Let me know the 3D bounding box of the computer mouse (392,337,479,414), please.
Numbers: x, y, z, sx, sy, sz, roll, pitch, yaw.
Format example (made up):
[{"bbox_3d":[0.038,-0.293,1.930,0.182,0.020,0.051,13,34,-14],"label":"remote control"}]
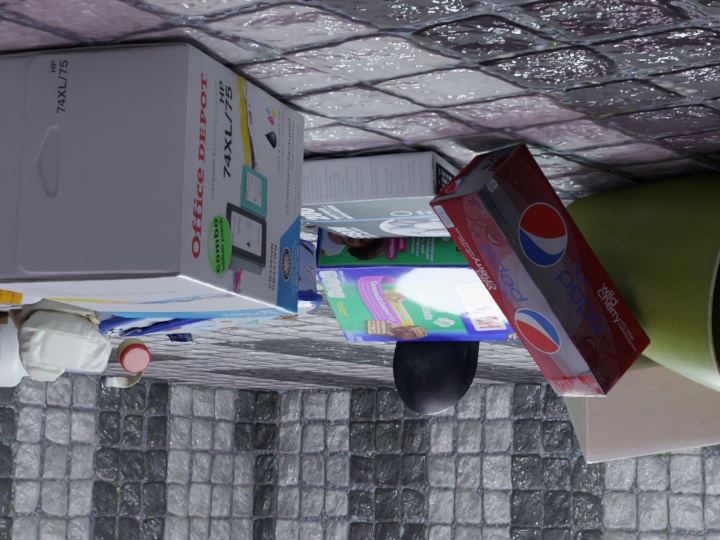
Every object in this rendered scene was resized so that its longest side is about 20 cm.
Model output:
[{"bbox_3d":[0.078,0.048,1.632,0.137,0.202,0.053,-1,151,23],"label":"computer mouse"}]

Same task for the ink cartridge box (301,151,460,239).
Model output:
[{"bbox_3d":[-0.002,-0.060,1.359,0.198,0.044,0.198,0,172,20],"label":"ink cartridge box"}]

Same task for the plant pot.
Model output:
[{"bbox_3d":[0.263,-0.002,1.336,0.199,0.189,0.186,13,-178,44],"label":"plant pot"}]

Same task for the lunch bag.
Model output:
[{"bbox_3d":[-0.146,0.018,1.449,0.199,0.076,0.159,-15,171,39],"label":"lunch bag"}]

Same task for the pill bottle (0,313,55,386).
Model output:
[{"bbox_3d":[-0.577,0.125,2.492,0.198,0.116,0.114,3,172,-14],"label":"pill bottle"}]

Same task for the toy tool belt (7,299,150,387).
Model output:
[{"bbox_3d":[-0.416,0.094,2.344,0.198,0.126,0.123,8,-159,-24],"label":"toy tool belt"}]

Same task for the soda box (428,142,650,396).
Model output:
[{"bbox_3d":[0.143,0.002,1.251,0.070,0.201,0.063,-43,-162,-29],"label":"soda box"}]

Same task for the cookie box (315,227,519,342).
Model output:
[{"bbox_3d":[0.070,0.004,1.526,0.198,0.076,0.172,-1,153,11],"label":"cookie box"}]

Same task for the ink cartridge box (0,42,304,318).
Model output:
[{"bbox_3d":[-0.139,-0.052,1.055,0.144,0.149,0.200,-1,172,19],"label":"ink cartridge box"}]

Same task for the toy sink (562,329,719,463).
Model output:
[{"bbox_3d":[0.248,0.063,1.463,0.129,0.113,0.201,-7,-145,-2],"label":"toy sink"}]

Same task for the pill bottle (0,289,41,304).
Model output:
[{"bbox_3d":[-0.325,-0.028,1.378,0.198,0.112,0.111,4,172,-16],"label":"pill bottle"}]
